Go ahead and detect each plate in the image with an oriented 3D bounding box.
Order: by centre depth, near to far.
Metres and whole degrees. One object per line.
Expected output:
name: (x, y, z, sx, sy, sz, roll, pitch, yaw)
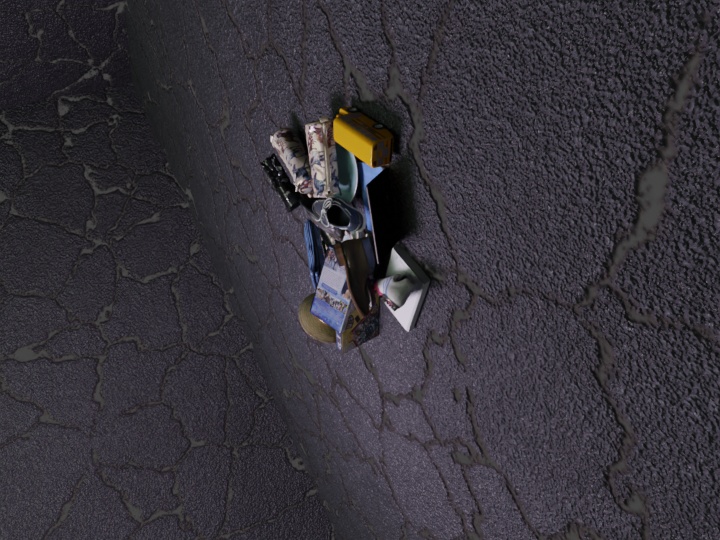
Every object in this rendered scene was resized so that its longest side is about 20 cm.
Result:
plate: (-0.061, -0.269, 1.371, 0.199, 0.025, 0.204, 26, 124, 47)

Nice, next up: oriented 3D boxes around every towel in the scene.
towel: (-0.135, -0.044, 1.539, 0.112, 0.048, 0.203, 91, 168, -58)

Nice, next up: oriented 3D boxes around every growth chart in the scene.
growth chart: (-0.114, -0.122, 1.582, 0.145, 0.018, 0.202, 89, 156, -61)

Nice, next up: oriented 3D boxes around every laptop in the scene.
laptop: (0.019, -0.145, 1.245, 0.114, 0.200, 0.190, 2, 118, 25)

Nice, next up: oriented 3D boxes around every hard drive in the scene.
hard drive: (0.110, 0.048, 1.317, 0.132, 0.026, 0.202, 52, 151, 30)

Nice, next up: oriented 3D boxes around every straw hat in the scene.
straw hat: (-0.085, 0.110, 1.553, 0.202, 0.199, 0.086, 54, 144, 25)

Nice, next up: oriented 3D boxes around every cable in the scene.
cable: (0.000, 0.000, 1.378, 0.097, 0.050, 0.204, 2, 94, 55)

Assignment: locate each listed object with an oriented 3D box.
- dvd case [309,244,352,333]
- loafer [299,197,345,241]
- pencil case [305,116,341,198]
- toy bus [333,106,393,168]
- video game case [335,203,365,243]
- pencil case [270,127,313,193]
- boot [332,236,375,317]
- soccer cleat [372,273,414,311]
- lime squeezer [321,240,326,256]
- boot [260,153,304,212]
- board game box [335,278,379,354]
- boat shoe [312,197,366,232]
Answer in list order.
dvd case: (-0.066, 0.047, 1.389, 0.142, 0.017, 0.203, 27, 105, 43)
loafer: (-0.111, -0.150, 1.480, 0.200, 0.072, 0.073, 41, 144, 43)
pencil case: (-0.093, -0.287, 1.317, 0.089, 0.077, 0.204, 25, 124, 58)
toy bus: (0.000, -0.309, 1.185, 0.200, 0.077, 0.066, 44, 146, 39)
video game case: (-0.047, -0.116, 1.491, 0.182, 0.023, 0.203, -25, 87, 64)
pencil case: (-0.190, -0.323, 1.511, 0.202, 0.089, 0.078, 59, 138, 19)
boot: (0.008, 0.014, 1.289, 0.075, 0.096, 0.203, -96, -15, -78)
soccer cleat: (0.086, 0.044, 1.268, 0.070, 0.086, 0.200, 43, 180, -11)
lime squeezer: (-0.089, 0.010, 1.566, 0.071, 0.037, 0.203, 103, 159, -60)
boot: (-0.244, -0.271, 1.615, 0.164, 0.073, 0.198, 56, 178, -3)
board game box: (-0.009, 0.133, 1.488, 0.035, 0.134, 0.203, 41, 143, 41)
boat shoe: (-0.069, -0.147, 1.346, 0.199, 0.061, 0.076, 33, 111, 41)
